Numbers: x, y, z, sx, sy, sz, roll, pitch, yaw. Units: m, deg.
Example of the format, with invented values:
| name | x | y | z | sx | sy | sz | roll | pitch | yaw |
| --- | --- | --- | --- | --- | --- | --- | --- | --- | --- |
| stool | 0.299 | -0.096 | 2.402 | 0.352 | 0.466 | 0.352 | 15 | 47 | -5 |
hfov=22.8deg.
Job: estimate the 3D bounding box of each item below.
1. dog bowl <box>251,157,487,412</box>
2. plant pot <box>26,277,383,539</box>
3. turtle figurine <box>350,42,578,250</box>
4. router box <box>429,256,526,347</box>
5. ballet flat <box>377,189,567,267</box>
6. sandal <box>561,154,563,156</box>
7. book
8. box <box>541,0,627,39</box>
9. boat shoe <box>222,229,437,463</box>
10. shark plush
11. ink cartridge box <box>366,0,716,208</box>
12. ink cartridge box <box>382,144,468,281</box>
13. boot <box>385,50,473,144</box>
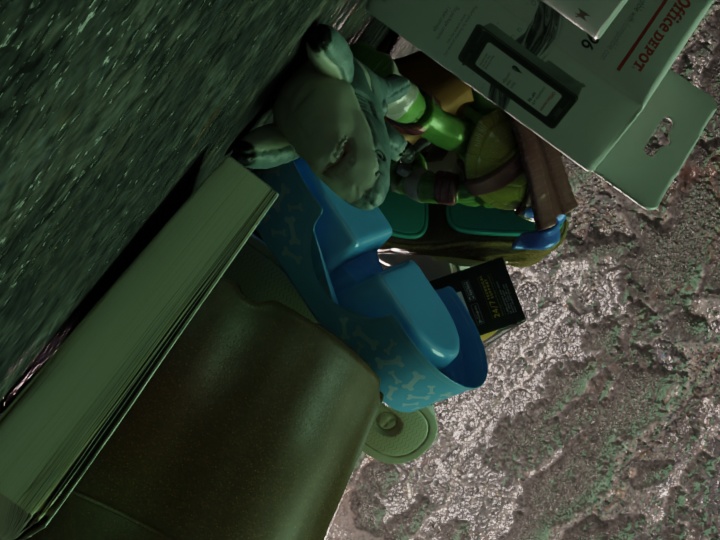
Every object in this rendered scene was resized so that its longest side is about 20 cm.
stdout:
| name | x | y | z | sx | sy | sz | roll | pitch | yaw |
| --- | --- | --- | --- | --- | --- | --- | --- | --- | --- |
| dog bowl | 0.000 | 0.000 | 1.099 | 0.050 | 0.200 | 0.111 | -35 | 175 | 22 |
| plant pot | -0.096 | 0.119 | 1.021 | 0.198 | 0.200 | 0.200 | -63 | -178 | -18 |
| turtle figurine | 0.064 | -0.120 | 1.212 | 0.144 | 0.194 | 0.200 | -16 | -127 | 26 |
| router box | 0.020 | 0.056 | 1.337 | 0.157 | 0.052 | 0.200 | -18 | 172 | -14 |
| ballet flat | 0.050 | -0.032 | 1.301 | 0.072 | 0.200 | 0.068 | 106 | -13 | -56 |
| sandal | 0.139 | -0.107 | 1.413 | 0.201 | 0.057 | 0.080 | -49 | 133 | -53 |
| book | -0.126 | 0.043 | 0.901 | 0.200 | 0.048 | 0.134 | -55 | -176 | -22 |
| box | 0.121 | -0.227 | 0.801 | 0.200 | 0.124 | 0.097 | -54 | 179 | -20 |
| boat shoe | -0.030 | 0.040 | 1.143 | 0.072 | 0.200 | 0.068 | -39 | -160 | 21 |
| shark plush | -0.006 | -0.079 | 1.014 | 0.091 | 0.083 | 0.200 | -54 | 179 | 8 |
| ink cartridge box | 0.120 | -0.140 | 1.013 | 0.116 | 0.200 | 0.068 | -53 | 179 | -39 |
| ink cartridge box | 0.040 | -0.070 | 1.442 | 0.147 | 0.083 | 0.200 | -4 | -153 | 27 |
| boot | 0.088 | -0.159 | 1.335 | 0.200 | 0.074 | 0.155 | -38 | -172 | -40 |
